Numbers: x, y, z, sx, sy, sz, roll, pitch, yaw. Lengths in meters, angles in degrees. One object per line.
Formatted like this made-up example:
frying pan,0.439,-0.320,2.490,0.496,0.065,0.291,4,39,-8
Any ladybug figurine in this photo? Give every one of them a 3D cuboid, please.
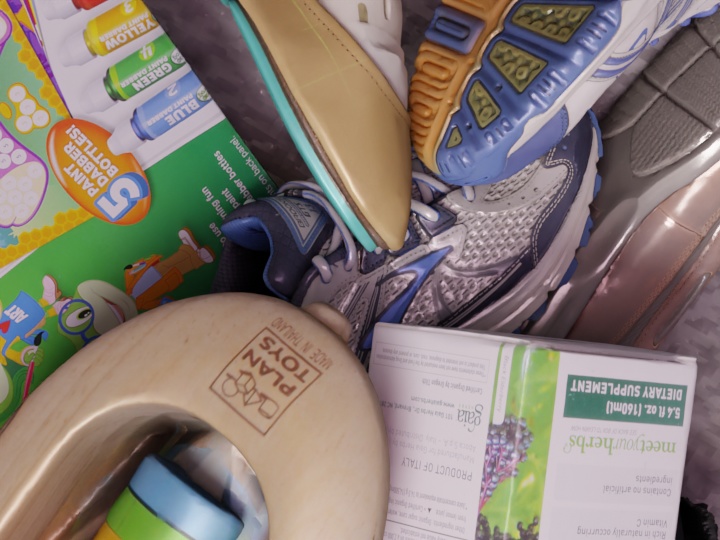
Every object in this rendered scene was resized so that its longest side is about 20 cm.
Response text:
ladybug figurine,-0.061,0.096,0.782,0.136,0.072,0.200,40,93,21

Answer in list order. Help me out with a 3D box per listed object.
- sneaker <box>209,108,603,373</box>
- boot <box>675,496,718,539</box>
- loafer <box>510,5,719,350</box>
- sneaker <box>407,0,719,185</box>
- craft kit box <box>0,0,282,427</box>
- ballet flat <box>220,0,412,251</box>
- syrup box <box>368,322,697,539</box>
sneaker,0.000,0.000,0.846,0.200,0.077,0.085,-45,129,-5
boot,0.098,0.169,0.898,0.076,0.200,0.169,-8,67,-6
loafer,0.109,-0.019,0.878,0.063,0.072,0.200,35,103,-28
sneaker,0.098,-0.101,0.831,0.200,0.075,0.088,-53,136,-2
craft kit box,-0.145,-0.023,0.817,0.197,0.049,0.200,-40,127,-5
ballet flat,-0.024,-0.099,0.821,0.063,0.069,0.200,-34,70,1
syrup box,0.045,0.121,0.797,0.079,0.081,0.201,7,89,-39
